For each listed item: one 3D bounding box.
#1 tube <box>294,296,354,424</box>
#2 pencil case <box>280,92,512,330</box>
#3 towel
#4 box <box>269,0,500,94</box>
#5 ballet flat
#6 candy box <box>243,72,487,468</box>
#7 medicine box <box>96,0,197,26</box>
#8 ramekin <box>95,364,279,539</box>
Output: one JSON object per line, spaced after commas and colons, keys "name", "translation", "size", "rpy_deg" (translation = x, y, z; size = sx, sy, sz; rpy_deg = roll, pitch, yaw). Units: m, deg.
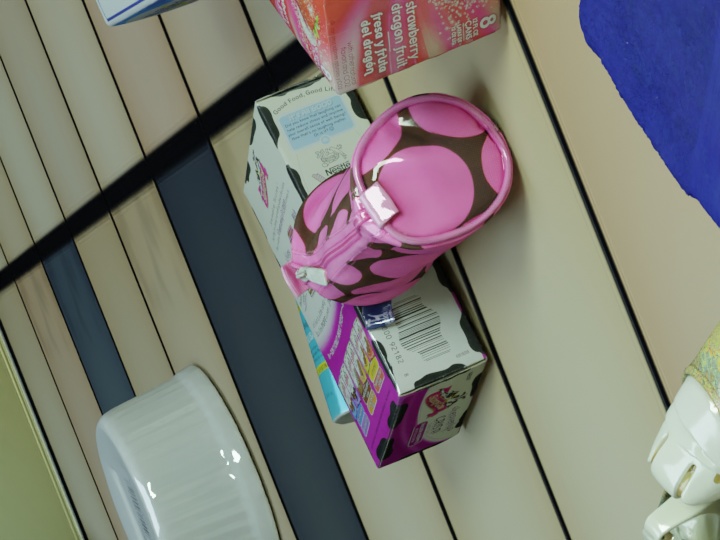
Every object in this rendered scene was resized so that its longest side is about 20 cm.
{"name": "tube", "translation": [-0.026, -0.003, 1.894], "size": [0.077, 0.050, 0.201], "rpy_deg": [128, 125, -66]}
{"name": "pencil case", "translation": [0.016, -0.031, 1.582], "size": [0.091, 0.093, 0.200], "rpy_deg": [66, 165, 7]}
{"name": "towel", "translation": [0.151, -0.079, 1.115], "size": [0.148, 0.049, 0.200], "rpy_deg": [95, 151, -47]}
{"name": "box", "translation": [0.000, -0.196, 1.388], "size": [0.201, 0.095, 0.100], "rpy_deg": [83, 160, -46]}
{"name": "ballet flat", "translation": [0.155, 0.091, 1.302], "size": [0.071, 0.070, 0.200], "rpy_deg": [59, 163, 33]}
{"name": "candy box", "translation": [0.000, 0.000, 1.755], "size": [0.201, 0.061, 0.136], "rpy_deg": [63, 166, 17]}
{"name": "medicine box", "translation": [-0.123, -0.258, 1.743], "size": [0.201, 0.103, 0.182], "rpy_deg": [69, 166, -5]}
{"name": "ramekin", "translation": [-0.149, 0.191, 2.522], "size": [0.201, 0.097, 0.201], "rpy_deg": [59, 163, 30]}
